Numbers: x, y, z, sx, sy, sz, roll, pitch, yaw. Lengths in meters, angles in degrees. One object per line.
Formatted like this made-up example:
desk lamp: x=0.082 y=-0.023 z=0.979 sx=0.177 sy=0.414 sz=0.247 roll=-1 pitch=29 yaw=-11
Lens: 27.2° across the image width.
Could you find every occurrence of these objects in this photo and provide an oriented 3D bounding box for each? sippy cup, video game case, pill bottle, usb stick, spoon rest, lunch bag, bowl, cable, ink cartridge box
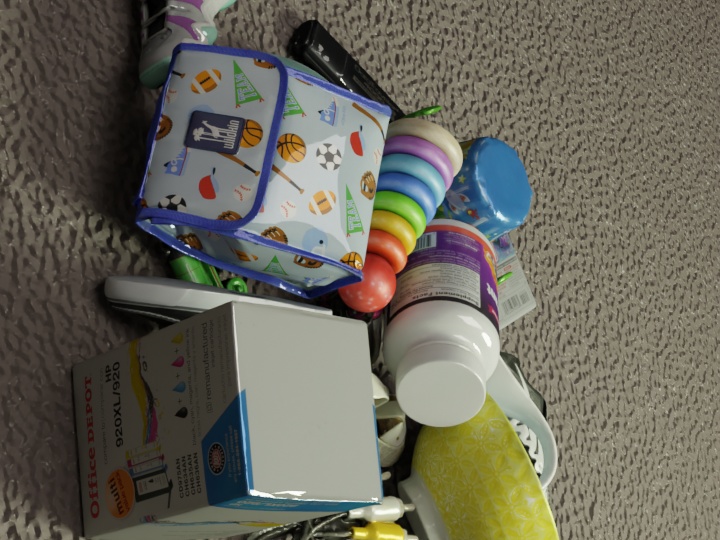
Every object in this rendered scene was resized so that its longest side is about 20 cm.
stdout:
sippy cup: x=0.099 y=-0.074 z=1.532 sx=0.178 sy=0.130 sz=0.140 roll=41 pitch=46 yaw=-30
video game case: x=0.109 y=-0.013 z=1.641 sx=0.200 sy=0.024 sz=0.182 roll=-26 pitch=95 yaw=-52
pill bottle: x=0.077 y=0.051 z=1.422 sx=0.111 sy=0.111 sz=0.200 roll=46 pitch=28 yaw=-28
usb stick: x=0.000 y=-0.186 z=1.577 sx=0.200 sy=0.033 sz=0.056 roll=43 pitch=38 yaw=-31
spoon rest: x=0.144 y=0.136 z=1.510 sx=0.061 sy=0.099 sz=0.200 roll=-20 pitch=72 yaw=-16
lunch bag: x=-0.087 y=-0.087 z=1.276 sx=0.200 sy=0.124 sz=0.170 roll=20 pitch=68 yaw=-25
bowl: x=0.100 y=0.220 z=1.436 sx=0.108 sy=0.200 sz=0.200 roll=-24 pitch=94 yaw=-10
cable: x=-0.033 y=0.219 z=1.333 sx=0.200 sy=0.050 sz=0.097 roll=-2 pitch=60 yaw=-49
ink cartridge box: x=-0.107 y=0.124 z=1.161 sx=0.144 sy=0.200 sz=0.148 roll=10 pitch=67 yaw=-45

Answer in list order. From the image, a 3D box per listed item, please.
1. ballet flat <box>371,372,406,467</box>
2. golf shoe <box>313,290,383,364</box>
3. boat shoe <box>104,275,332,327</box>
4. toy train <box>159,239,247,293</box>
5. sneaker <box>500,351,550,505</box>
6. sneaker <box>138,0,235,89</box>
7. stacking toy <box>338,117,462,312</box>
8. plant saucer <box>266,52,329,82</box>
ballet flat: x=0.008 y=0.132 z=1.382 sx=0.200 sy=0.062 sz=0.068 roll=40 pitch=39 yaw=-52
golf shoe: x=0.000 y=0.000 z=1.457 sx=0.092 sy=0.073 sz=0.200 roll=11 pitch=66 yaw=-48
boat shoe: x=-0.120 y=0.044 z=1.259 sx=0.200 sy=0.069 sz=0.057 roll=10 pitch=93 yaw=-18
toy train: x=-0.121 y=0.043 z=1.317 sx=0.056 sy=0.042 sz=0.200 roll=-31 pitch=99 yaw=-42
sneaker: x=0.172 y=0.175 z=1.598 sx=0.090 sy=0.066 sz=0.200 roll=-13 pitch=82 yaw=-50
sneaker: x=-0.188 y=-0.261 z=1.350 sx=0.140 sy=0.078 sz=0.200 roll=48 pitch=35 yaw=-22
stacking toy: x=0.031 y=-0.044 z=1.403 sx=0.085 sy=0.085 sz=0.200 roll=43 pitch=53 yaw=-31
plant saucer: x=-0.065 y=-0.139 z=1.414 sx=0.201 sy=0.039 sz=0.201 roll=19 pitch=50 yaw=-24
